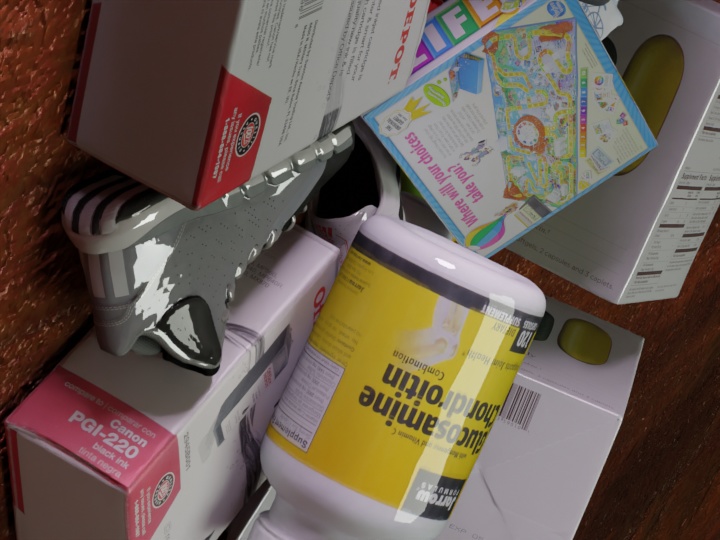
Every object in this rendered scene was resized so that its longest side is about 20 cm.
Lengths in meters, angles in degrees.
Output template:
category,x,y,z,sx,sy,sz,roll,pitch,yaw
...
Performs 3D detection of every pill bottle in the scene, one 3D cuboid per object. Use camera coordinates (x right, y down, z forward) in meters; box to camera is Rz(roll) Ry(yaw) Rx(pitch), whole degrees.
category,x,y,z,sx,sy,sz,roll,pitch,yaw
pill bottle,0.013,0.080,1.286,0.201,0.112,0.112,-66,160,5

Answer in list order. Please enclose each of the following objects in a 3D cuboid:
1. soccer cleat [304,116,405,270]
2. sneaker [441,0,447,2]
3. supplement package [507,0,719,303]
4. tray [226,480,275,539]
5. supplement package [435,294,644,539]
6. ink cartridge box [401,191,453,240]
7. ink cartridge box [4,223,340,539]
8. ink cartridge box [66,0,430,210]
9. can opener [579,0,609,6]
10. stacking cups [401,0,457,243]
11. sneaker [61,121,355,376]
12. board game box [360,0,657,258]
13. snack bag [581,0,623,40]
category,x,y,z,sx,sy,sz,roll,pitch,yaw
soccer cleat,0.000,0.000,1.361,0.085,0.068,0.201,27,56,-71
sneaker,0.093,-0.157,1.453,0.075,0.084,0.200,-52,152,-26
supplement package,0.174,-0.102,1.620,0.201,0.151,0.151,-66,160,11
tray,-0.048,0.171,1.637,0.108,0.022,0.200,-58,160,-11
supplement package,0.098,0.110,1.671,0.200,0.151,0.151,-51,163,-72
ink cartridge box,-0.008,0.072,1.483,0.200,0.057,0.163,-58,174,-28
ink cartridge box,-0.098,0.076,1.293,0.200,0.085,0.146,-51,159,-35
ink cartridge box,-0.042,-0.136,1.152,0.200,0.084,0.145,-33,145,-52
can opener,0.075,-0.177,1.307,0.199,0.067,0.053,12,138,-35
stacking cups,0.041,-0.089,1.471,0.061,0.060,0.200,-54,157,-23
sneaker,-0.074,-0.009,1.216,0.200,0.075,0.116,-25,117,-46
board game box,0.083,-0.091,1.357,0.134,0.034,0.200,-33,148,4
snack bag,0.126,-0.229,1.424,0.200,0.021,0.189,-43,124,-43
